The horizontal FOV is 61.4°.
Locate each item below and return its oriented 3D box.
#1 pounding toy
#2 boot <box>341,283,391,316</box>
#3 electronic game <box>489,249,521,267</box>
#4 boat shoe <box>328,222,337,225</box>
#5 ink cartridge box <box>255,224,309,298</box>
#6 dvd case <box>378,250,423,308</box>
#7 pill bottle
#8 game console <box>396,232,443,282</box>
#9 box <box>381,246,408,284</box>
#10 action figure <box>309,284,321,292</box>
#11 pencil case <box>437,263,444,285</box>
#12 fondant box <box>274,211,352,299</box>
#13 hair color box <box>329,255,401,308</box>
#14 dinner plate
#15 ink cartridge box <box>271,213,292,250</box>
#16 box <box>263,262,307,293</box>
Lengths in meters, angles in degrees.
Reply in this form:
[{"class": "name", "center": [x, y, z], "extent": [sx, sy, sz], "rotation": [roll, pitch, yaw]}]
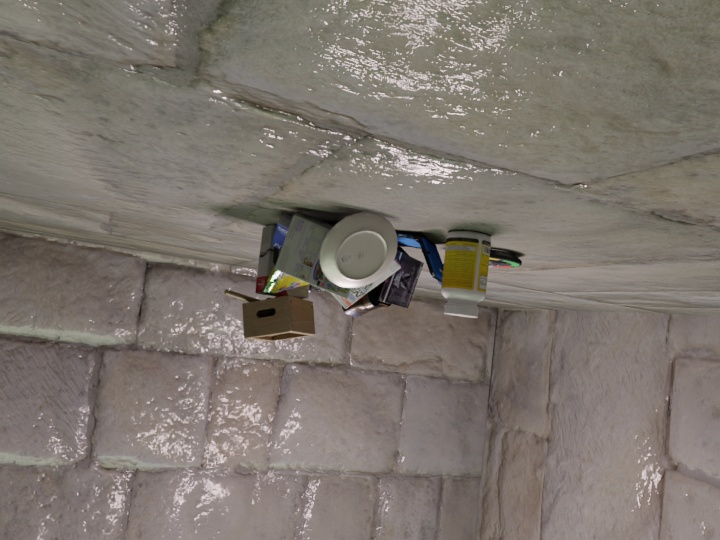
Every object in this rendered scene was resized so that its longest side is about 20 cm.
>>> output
[{"class": "pounding toy", "center": [-0.262, 0.124, 1.762], "extent": [0.197, 0.145, 0.184], "rotation": [-10, 167, 20]}, {"class": "boot", "center": [0.022, 0.087, 1.774], "extent": [0.096, 0.076, 0.199], "rotation": [-22, 170, 22]}, {"class": "electronic game", "center": [0.370, -0.031, 1.769], "extent": [0.196, 0.042, 0.200], "rotation": [7, 174, 1]}, {"class": "boat shoe", "center": [-0.033, -0.088, 1.564], "extent": [0.198, 0.077, 0.071], "rotation": [1, 170, 38]}, {"class": "ink cartridge box", "center": [-0.223, -0.024, 1.806], "extent": [0.145, 0.204, 0.082], "rotation": [9, 171, -29]}, {"class": "dvd case", "center": [0.123, 0.030, 1.795], "extent": [0.016, 0.151, 0.199], "rotation": [20, -179, 27]}, {"class": "pill bottle", "center": [0.258, 0.011, 1.500], "extent": [0.110, 0.204, 0.112], "rotation": [7, 175, 1]}, {"class": "game console", "center": [0.149, -0.035, 1.669], "extent": [0.117, 0.173, 0.200], "rotation": [-22, 166, 15]}, {"class": "box", "center": [0.060, -0.012, 1.804], "extent": [0.079, 0.142, 0.199], "rotation": [46, -167, 25]}, {"class": "action figure", "center": [-0.072, 0.051, 1.934], "extent": [0.197, 0.070, 0.131], "rotation": [15, 150, 21]}, {"class": "pencil case", "center": [0.285, 0.006, 1.751], "extent": [0.085, 0.079, 0.200], "rotation": [-12, 178, -11]}, {"class": "fondant box", "center": [-0.094, -0.038, 1.492], "extent": [0.197, 0.146, 0.058], "rotation": [23, -166, -1]}, {"class": "hair color box", "center": [0.000, 0.000, 1.658], "extent": [0.111, 0.199, 0.064], "rotation": [46, -165, -25]}, {"class": "dinner plate", "center": [0.000, -0.041, 1.425], "extent": [0.197, 0.203, 0.024], "rotation": [10, -154, -27]}, {"class": "ink cartridge box", "center": [-0.128, -0.060, 1.571], "extent": [0.198, 0.045, 0.094], "rotation": [28, 140, 1]}, {"class": "box", "center": [-0.169, 0.001, 1.654], "extent": [0.198, 0.049, 0.118], "rotation": [-16, 155, -39]}]
